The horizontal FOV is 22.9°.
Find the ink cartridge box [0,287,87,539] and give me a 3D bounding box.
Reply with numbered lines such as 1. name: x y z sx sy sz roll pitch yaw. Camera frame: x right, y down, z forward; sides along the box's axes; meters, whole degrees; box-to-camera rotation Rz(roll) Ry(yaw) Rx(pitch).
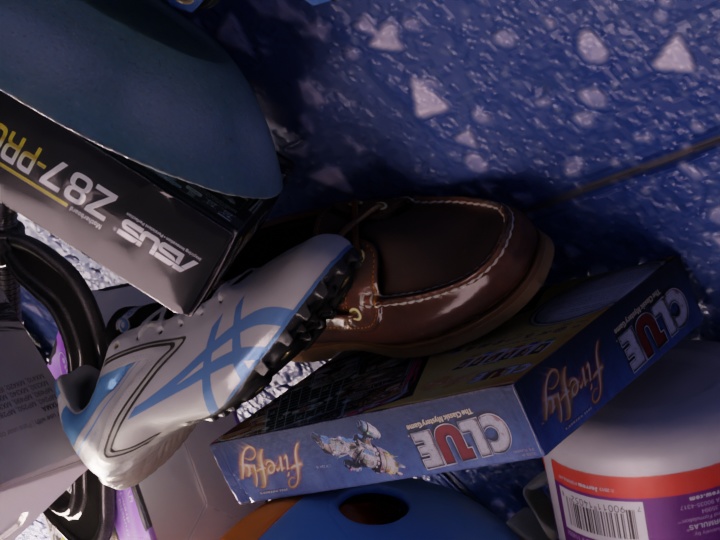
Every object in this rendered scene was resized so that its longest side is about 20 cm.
1. ink cartridge box: -0.250 0.059 0.938 0.145 0.084 0.201 -42 75 35

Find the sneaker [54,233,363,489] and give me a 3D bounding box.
1. sneaker: -0.077 0.035 0.821 0.200 0.072 0.073 -37 91 37

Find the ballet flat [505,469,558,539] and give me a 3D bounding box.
1. ballet flat: 0.114 0.146 0.960 0.072 0.068 0.201 42 149 17

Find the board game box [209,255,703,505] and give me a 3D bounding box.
1. board game box: 0.041 0.052 0.819 0.199 0.135 0.035 -16 102 46

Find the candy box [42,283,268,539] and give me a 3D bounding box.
1. candy box: -0.125 0.126 1.009 0.169 0.071 0.200 67 153 22

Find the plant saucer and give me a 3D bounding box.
1. plant saucer: -0.111 -0.099 0.743 0.200 0.201 0.039 31 103 -3

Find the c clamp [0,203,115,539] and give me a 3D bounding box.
1. c clamp: -0.177 0.048 0.965 0.170 0.027 0.202 24 123 45

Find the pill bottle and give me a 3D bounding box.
1. pill bottle: 0.151 0.142 0.819 0.112 0.112 0.202 1 112 35

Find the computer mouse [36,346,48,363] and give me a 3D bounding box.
1. computer mouse: -0.242 0.028 1.068 0.034 0.058 0.201 31 154 50

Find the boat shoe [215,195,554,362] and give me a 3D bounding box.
1. boat shoe: 0.000 0.000 0.838 0.199 0.071 0.070 -15 131 46

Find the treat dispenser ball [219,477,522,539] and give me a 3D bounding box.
1. treat dispenser ball: 0.005 0.197 0.840 0.199 0.202 0.202 19 145 14

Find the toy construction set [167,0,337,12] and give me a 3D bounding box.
1. toy construction set: -0.060 -0.160 0.671 0.199 0.092 0.132 15 145 38

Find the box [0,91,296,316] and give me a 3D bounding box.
1. box: -0.132 -0.068 0.778 0.199 0.161 0.049 31 106 -2
